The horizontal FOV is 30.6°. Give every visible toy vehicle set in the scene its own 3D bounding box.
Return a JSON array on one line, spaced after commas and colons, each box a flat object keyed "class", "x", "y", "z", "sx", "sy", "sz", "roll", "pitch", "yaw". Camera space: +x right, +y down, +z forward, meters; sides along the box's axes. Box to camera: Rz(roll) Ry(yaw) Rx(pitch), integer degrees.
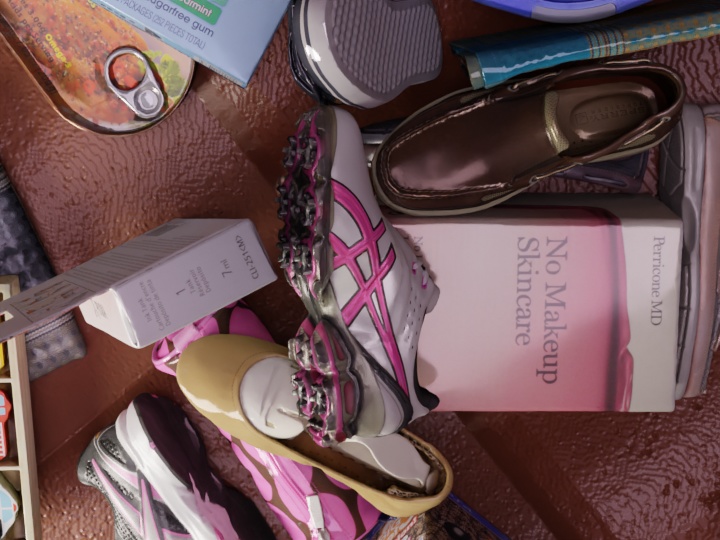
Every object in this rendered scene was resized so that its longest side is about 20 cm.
[{"class": "toy vehicle set", "x": -0.294, "y": 0.105, "z": 0.920, "sx": 0.122, "sy": 0.027, "sz": 0.203, "roll": -2, "pitch": 104, "yaw": -1}]

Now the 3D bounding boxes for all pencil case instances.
[{"class": "pencil case", "x": -0.063, "y": 0.108, "z": 0.905, "sx": 0.090, "sy": 0.094, "sz": 0.201, "roll": -34, "pitch": 98, "yaw": 20}]

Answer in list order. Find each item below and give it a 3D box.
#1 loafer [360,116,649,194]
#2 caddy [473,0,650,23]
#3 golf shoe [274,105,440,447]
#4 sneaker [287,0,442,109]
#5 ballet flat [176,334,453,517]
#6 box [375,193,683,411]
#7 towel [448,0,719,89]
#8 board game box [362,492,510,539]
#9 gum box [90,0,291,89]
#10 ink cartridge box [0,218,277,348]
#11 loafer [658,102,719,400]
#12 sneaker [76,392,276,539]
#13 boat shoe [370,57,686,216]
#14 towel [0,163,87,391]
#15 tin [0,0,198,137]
[{"class": "loafer", "x": 0.097, "y": -0.074, "z": 0.878, "sx": 0.197, "sy": 0.072, "sz": 0.064, "roll": -5, "pitch": 106, "yaw": -1}, {"class": "caddy", "x": 0.130, "y": -0.206, "z": 0.811, "sx": 0.197, "sy": 0.141, "sz": 0.106, "roll": -2, "pitch": 99, "yaw": 3}, {"class": "golf shoe", "x": 0.000, "y": 0.000, "z": 0.792, "sx": 0.091, "sy": 0.072, "sz": 0.203, "roll": -9, "pitch": 102, "yaw": -21}, {"class": "sneaker", "x": -0.013, "y": -0.135, "z": 0.802, "sx": 0.078, "sy": 0.200, "sz": 0.080, "roll": -3, "pitch": 94, "yaw": 20}, {"class": "ballet flat", "x": -0.023, "y": 0.095, "z": 0.846, "sx": 0.199, "sy": 0.063, "sz": 0.069, "roll": 29, "pitch": 70, "yaw": -18}, {"class": "box", "x": 0.105, "y": 0.019, "z": 0.875, "sx": 0.197, "sy": 0.109, "sz": 0.130, "roll": 0, "pitch": 101, "yaw": 2}, {"class": "towel", "x": 0.158, "y": -0.146, "z": 0.820, "sx": 0.197, "sy": 0.147, "sz": 0.022, "roll": -10, "pitch": 104, "yaw": 3}, {"class": "board game box", "x": 0.074, "y": 0.250, "z": 0.878, "sx": 0.159, "sy": 0.200, "sz": 0.097, "roll": 39, "pitch": 99, "yaw": -7}, {"class": "gum box", "x": -0.099, "y": -0.246, "z": 0.832, "sx": 0.169, "sy": 0.045, "sz": 0.202, "roll": 29, "pitch": 90, "yaw": -9}, {"class": "ink cartridge box", "x": -0.158, "y": 0.021, "z": 0.810, "sx": 0.172, "sy": 0.200, "sz": 0.044, "roll": -28, "pitch": 101, "yaw": -17}, {"class": "loafer", "x": 0.237, "y": -0.012, "z": 0.889, "sx": 0.062, "sy": 0.072, "sz": 0.203, "roll": -1, "pitch": 99, "yaw": -6}, {"class": "sneaker", "x": -0.127, "y": 0.188, "z": 0.944, "sx": 0.086, "sy": 0.080, "sz": 0.201, "roll": -31, "pitch": 92, "yaw": 20}, {"class": "boat shoe", "x": 0.104, "y": -0.089, "z": 0.801, "sx": 0.200, "sy": 0.075, "sz": 0.076, "roll": -19, "pitch": 87, "yaw": -10}, {"class": "towel", "x": -0.316, "y": 0.013, "z": 0.928, "sx": 0.198, "sy": 0.035, "sz": 0.194, "roll": -23, "pitch": 104, "yaw": 4}, {"class": "tin", "x": -0.187, "y": -0.184, "z": 0.875, "sx": 0.111, "sy": 0.042, "sz": 0.201, "roll": -33, "pitch": 99, "yaw": 12}]
